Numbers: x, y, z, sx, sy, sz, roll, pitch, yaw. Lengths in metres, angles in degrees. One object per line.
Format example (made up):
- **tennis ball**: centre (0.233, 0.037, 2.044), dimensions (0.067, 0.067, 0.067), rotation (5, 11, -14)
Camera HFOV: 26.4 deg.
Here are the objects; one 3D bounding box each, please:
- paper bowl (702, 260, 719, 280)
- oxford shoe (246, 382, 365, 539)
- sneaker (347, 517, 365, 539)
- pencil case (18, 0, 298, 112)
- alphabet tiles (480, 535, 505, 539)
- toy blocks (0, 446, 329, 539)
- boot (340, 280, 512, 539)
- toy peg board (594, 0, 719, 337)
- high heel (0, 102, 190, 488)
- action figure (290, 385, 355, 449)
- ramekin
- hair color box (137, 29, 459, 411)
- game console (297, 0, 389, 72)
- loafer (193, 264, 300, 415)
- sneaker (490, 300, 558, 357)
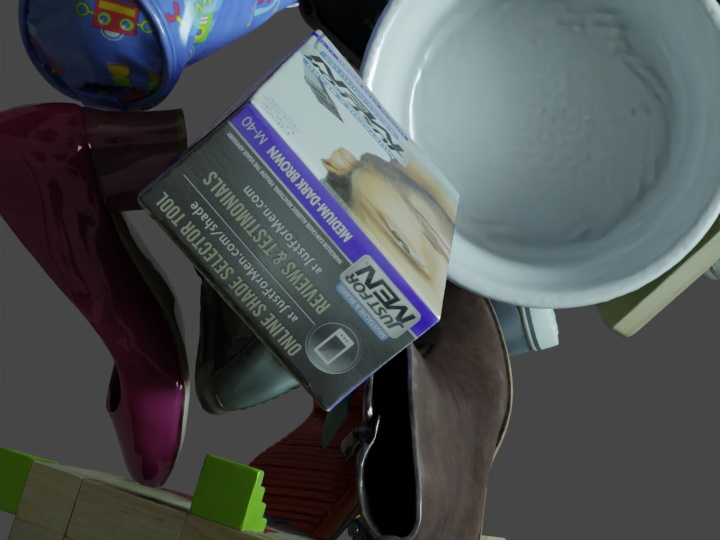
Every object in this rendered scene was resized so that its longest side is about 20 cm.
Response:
- **paper bowl**: centre (0.335, -0.091, 1.396), dimensions (0.200, 0.104, 0.202), rotation (-5, 96, -59)
- **oxford shoe**: centre (-0.013, 0.121, 0.854), dimensions (0.200, 0.071, 0.073), rotation (-51, 139, -46)
- **sneaker**: centre (0.031, 0.183, 0.940), dimensions (0.085, 0.078, 0.201), rotation (34, 72, -63)
- **pencil case**: centre (-0.073, -0.141, 0.721), dimensions (0.200, 0.078, 0.087), rotation (-47, 139, -48)
- **alphabet tiles**: centre (0.067, 0.283, 1.063), dimensions (0.166, 0.006, 0.201), rotation (21, 74, -58)
- **toy blocks**: centre (-0.058, 0.135, 0.680), dimensions (0.137, 0.199, 0.100), rotation (34, 72, -70)
- **boot**: centre (0.035, 0.060, 0.757), dimensions (0.166, 0.072, 0.201), rotation (71, 20, -64)
- **toy peg board**: centre (0.176, -0.103, 0.963), dimensions (0.098, 0.200, 0.200), rotation (30, 27, -33)
- **high heel**: centre (-0.127, 0.016, 0.692), dimensions (0.067, 0.096, 0.201), rotation (-116, -154, -62)
- **action figure**: centre (0.000, 0.000, 0.867), dimensions (0.200, 0.054, 0.119), rotation (-51, 149, -61)
- **ramekin**: centre (0.100, -0.083, 0.824), dimensions (0.098, 0.199, 0.201), rotation (-35, 126, -84)
- **hair color box**: centre (-0.016, -0.031, 0.650), dimensions (0.109, 0.065, 0.200), rotation (49, 16, -9)
- **game console**: centre (0.066, -0.208, 0.915), dimensions (0.176, 0.116, 0.201), rotation (34, 63, -56)
- **loafer**: centre (-0.060, -0.009, 0.721), dimensions (0.072, 0.063, 0.200), rotation (51, 11, -31)
- **sneaker**: centre (0.077, -0.024, 0.998), dimensions (0.200, 0.079, 0.079), rotation (-91, 163, -50)
